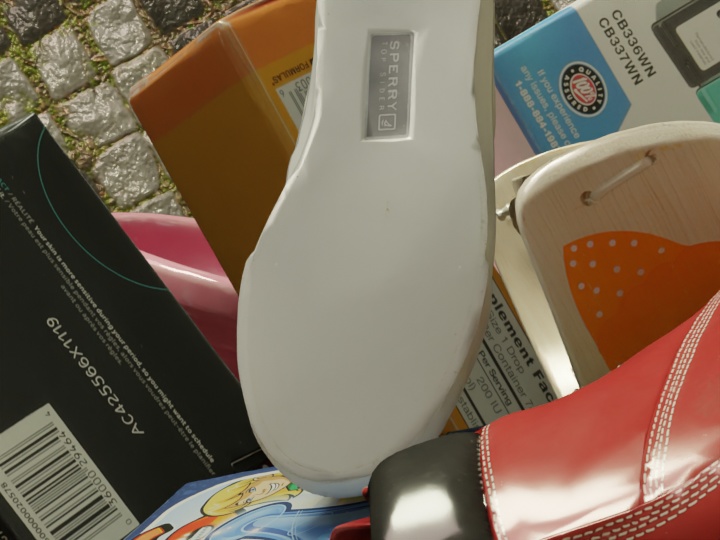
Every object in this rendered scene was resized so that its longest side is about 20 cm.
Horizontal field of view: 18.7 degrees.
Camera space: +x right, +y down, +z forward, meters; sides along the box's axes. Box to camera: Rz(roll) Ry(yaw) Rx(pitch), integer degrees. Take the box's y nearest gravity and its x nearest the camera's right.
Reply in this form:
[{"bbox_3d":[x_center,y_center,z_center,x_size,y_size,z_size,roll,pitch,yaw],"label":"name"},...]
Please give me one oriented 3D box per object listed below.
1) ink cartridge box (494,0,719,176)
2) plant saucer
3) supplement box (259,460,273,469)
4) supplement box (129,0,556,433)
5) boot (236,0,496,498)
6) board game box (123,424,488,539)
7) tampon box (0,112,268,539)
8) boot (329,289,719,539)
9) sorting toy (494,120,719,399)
[{"bbox_3d":[0.152,-0.068,0.969,0.199,0.147,0.146,-32,2,-14],"label":"ink cartridge box"},{"bbox_3d":[-0.034,0.020,0.997,0.199,0.051,0.201,12,7,-1],"label":"plant saucer"},{"bbox_3d":[-0.060,0.112,0.909,0.199,0.061,0.109,-31,0,38],"label":"supplement box"},{"bbox_3d":[0.000,0.000,0.793,0.069,0.201,0.066,-27,-1,-45],"label":"supplement box"},{"bbox_3d":[0.014,-0.014,0.657,0.073,0.202,0.096,4,-26,13],"label":"boot"},{"bbox_3d":[-0.027,0.097,0.562,0.134,0.035,0.200,-14,11,25],"label":"board game box"},{"bbox_3d":[-0.158,0.075,0.754,0.200,0.150,0.126,-41,-3,36],"label":"tampon box"},{"bbox_3d":[0.068,0.034,0.505,0.143,0.073,0.200,-19,8,18],"label":"boot"},{"bbox_3d":[0.139,-0.013,0.677,0.179,0.108,0.200,-24,2,1],"label":"sorting toy"}]
